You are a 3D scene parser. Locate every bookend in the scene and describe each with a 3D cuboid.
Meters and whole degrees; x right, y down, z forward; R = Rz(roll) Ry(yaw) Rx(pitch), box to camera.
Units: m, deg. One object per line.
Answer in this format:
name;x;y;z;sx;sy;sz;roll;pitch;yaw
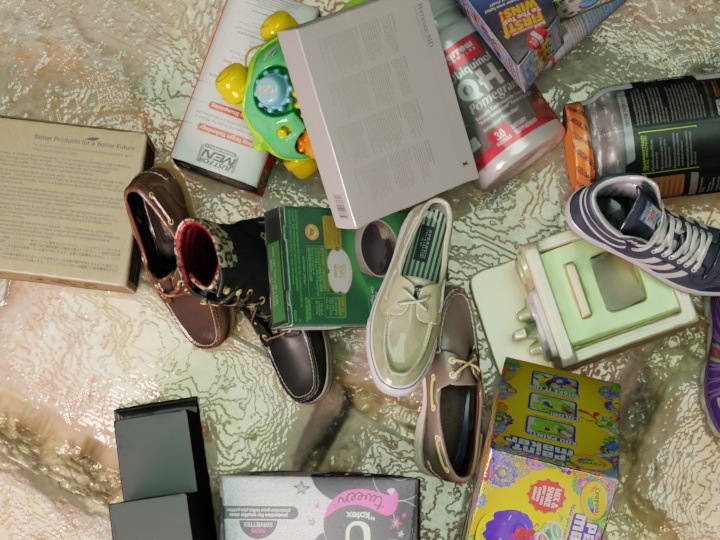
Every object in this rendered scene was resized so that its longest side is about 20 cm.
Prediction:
bookend;-0.202;0.224;1.583;0.091;0.200;0.201;-9;83;1

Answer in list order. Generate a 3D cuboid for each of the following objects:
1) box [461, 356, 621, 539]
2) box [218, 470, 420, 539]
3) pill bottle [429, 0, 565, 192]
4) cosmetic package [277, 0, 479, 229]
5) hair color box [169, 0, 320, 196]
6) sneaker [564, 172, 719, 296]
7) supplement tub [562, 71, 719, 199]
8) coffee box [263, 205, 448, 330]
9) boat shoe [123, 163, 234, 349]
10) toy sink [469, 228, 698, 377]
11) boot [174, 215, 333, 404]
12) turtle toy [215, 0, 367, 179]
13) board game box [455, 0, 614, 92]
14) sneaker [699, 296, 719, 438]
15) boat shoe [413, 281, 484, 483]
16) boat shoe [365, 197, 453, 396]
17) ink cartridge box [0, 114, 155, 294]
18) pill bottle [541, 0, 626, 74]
box;0.167;0.222;1.536;0.121;0.193;0.202;13;113;4
box;-0.039;0.267;1.614;0.198;0.115;0.133;1;83;2
pill bottle;0.113;-0.191;1.668;0.110;0.111;0.201;-34;83;-2
cosmetic package;0.019;-0.160;1.578;0.150;0.052;0.202;-22;103;-23
hair color box;-0.119;-0.191;1.703;0.101;0.061;0.202;19;83;4
sneaker;0.295;-0.033;1.537;0.199;0.109;0.071;22;81;1
supplement tub;0.310;-0.134;1.648;0.198;0.123;0.124;-6;82;1
coffee box;0.000;0.000;1.632;0.199;0.044;0.124;0;82;-33
boat shoe;-0.190;-0.006;1.645;0.070;0.070;0.201;-14;107;25
toy sink;0.221;0.027;1.635;0.198;0.112;0.131;-18;82;0
boot;-0.109;0.039;1.621;0.073;0.153;0.205;-23;77;28
turtle toy;-0.041;-0.194;1.630;0.146;0.101;0.200;46;73;-24
board game box;0.173;-0.288;1.593;0.199;0.062;0.201;-21;67;6
sneaker;0.384;0.085;1.637;0.080;0.083;0.202;-5;83;2
boat shoe;0.094;0.113;1.632;0.071;0.059;0.202;1;95;-32
boat shoe;0.049;0.022;1.585;0.071;0.062;0.202;11;72;-3
ink cartridge box;-0.324;-0.070;1.688;0.198;0.075;0.166;7;82;4
pill bottle;0.224;-0.306;1.680;0.200;0.109;0.109;-41;83;-3
